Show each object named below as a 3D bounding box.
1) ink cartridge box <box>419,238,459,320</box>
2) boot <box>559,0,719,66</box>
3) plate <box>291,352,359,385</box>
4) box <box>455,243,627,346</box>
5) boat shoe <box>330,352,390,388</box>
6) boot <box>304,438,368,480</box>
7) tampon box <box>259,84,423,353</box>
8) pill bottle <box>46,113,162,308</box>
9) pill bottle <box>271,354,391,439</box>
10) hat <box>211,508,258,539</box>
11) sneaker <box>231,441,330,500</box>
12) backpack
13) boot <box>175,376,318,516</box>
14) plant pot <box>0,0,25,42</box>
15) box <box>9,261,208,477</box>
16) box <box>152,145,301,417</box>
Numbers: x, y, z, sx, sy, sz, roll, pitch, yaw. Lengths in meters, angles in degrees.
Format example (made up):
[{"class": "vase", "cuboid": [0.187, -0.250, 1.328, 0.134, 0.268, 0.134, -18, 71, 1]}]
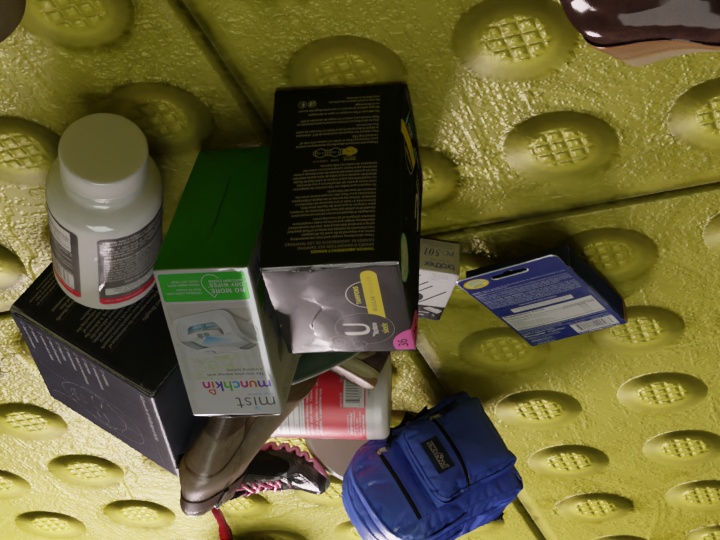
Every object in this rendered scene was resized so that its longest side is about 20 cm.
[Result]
[{"class": "ink cartridge box", "cuboid": [0.000, 0.000, 1.495, 0.198, 0.044, 0.094, 8, 145, -7]}, {"class": "boot", "cuboid": [0.243, -0.235, 1.088, 0.199, 0.073, 0.166, -20, 143, 36]}, {"class": "plate", "cuboid": [-0.083, 0.094, 1.436, 0.199, 0.026, 0.200, -20, -175, 2]}, {"class": "box", "cuboid": [0.197, 0.023, 1.508, 0.120, 0.033, 0.200, -16, 151, 26]}, {"class": "boat shoe", "cuboid": [-0.053, 0.055, 1.570, 0.199, 0.072, 0.072, 32, 167, -7]}, {"class": "boot", "cuboid": [-0.007, 0.263, 1.881, 0.199, 0.073, 0.090, 33, 157, -22]}, {"class": "tampon box", "cuboid": [-0.012, -0.046, 1.282, 0.125, 0.201, 0.150, -2, 147, 8]}, {"class": "pill bottle", "cuboid": [-0.248, -0.058, 1.353, 0.110, 0.111, 0.200, 6, 147, -5]}, {"class": "pill bottle", "cuboid": [-0.063, 0.143, 1.658, 0.198, 0.113, 0.113, 1, 147, 4]}, {"class": "hat", "cuboid": [-0.167, 0.428, 2.191, 0.164, 0.178, 0.200, 4, -175, -5]}, {"class": "sneaker", "cuboid": [-0.139, 0.269, 1.831, 0.199, 0.096, 0.079, 15, 146, 17]}, {"class": "backpack", "cuboid": [0.078, 0.250, 1.713, 0.199, 0.163, 0.168, -24, 153, -22]}, {"class": "boot", "cuboid": [-0.130, 0.186, 1.553, 0.070, 0.199, 0.147, 34, 122, 24]}, {"class": "plant pot", "cuboid": [-0.330, -0.282, 0.994, 0.186, 0.188, 0.201, 8, 133, -8]}, {"class": "box", "cuboid": [-0.251, 0.095, 1.519, 0.196, 0.124, 0.201, 30, 153, 20]}, {"class": "box", "cuboid": [-0.112, 0.008, 1.334, 0.096, 0.201, 0.177, -2, 128, 10]}]
